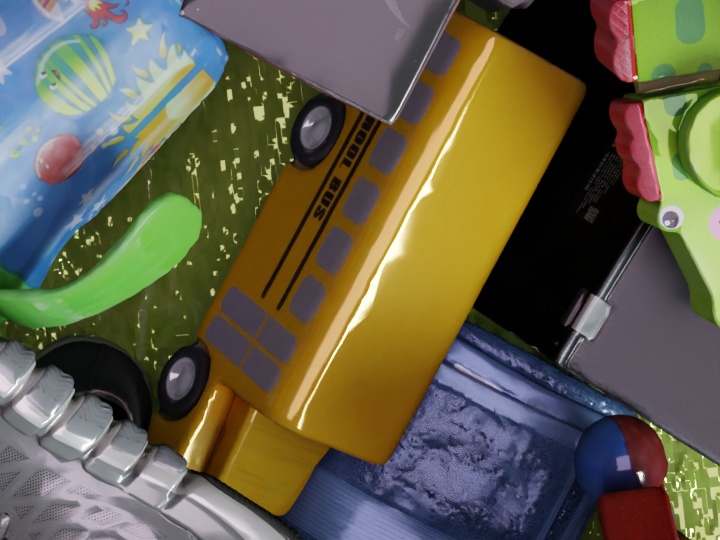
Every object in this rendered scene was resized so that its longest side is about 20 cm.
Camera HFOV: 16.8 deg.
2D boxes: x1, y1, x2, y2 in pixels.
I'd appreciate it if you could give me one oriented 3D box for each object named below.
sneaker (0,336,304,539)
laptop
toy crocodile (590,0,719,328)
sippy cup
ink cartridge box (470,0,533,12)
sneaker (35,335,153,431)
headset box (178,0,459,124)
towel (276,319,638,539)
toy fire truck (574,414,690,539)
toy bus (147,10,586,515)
[{"bbox_3d":[-0.123,0.090,0.813,0.200,0.075,0.116,33,80,-3],"label":"sneaker"},{"bbox_3d":[0.140,-0.034,0.916,0.116,0.200,0.188,31,92,-40],"label":"laptop"},{"bbox_3d":[0.104,-0.077,0.816,0.061,0.068,0.201,-11,102,-4],"label":"toy crocodile"},{"bbox_3d":[-0.123,-0.072,0.879,0.130,0.140,0.178,-38,95,2],"label":"sippy cup"},{"bbox_3d":[0.010,-0.207,0.906,0.200,0.083,0.147,33,92,-5],"label":"ink cartridge box"},{"bbox_3d":[-0.154,0.110,0.908,0.075,0.106,0.200,36,91,-5],"label":"sneaker"},{"bbox_3d":[0.008,-0.132,0.771,0.075,0.200,0.149,27,97,-6],"label":"headset box"},{"bbox_3d":[0.016,0.118,0.948,0.111,0.049,0.200,28,92,-4],"label":"towel"},{"bbox_3d":[0.111,0.144,0.865,0.112,0.200,0.168,-9,121,5],"label":"toy fire truck"},{"bbox_3d":[0.000,0.000,0.900,0.065,0.078,0.200,25,96,-38],"label":"toy bus"}]
